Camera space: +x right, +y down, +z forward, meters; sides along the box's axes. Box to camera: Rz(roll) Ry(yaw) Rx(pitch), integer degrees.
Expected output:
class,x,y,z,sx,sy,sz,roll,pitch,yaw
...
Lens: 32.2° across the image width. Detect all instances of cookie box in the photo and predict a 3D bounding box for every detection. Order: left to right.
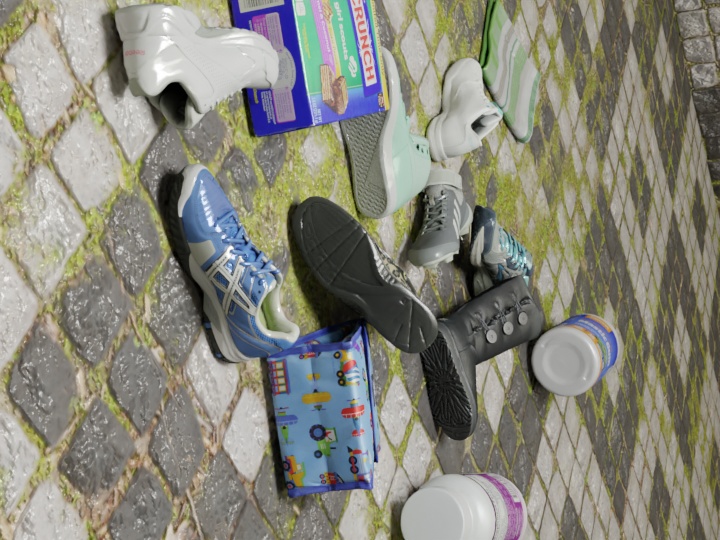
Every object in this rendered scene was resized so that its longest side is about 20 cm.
class,x,y,z,sx,sy,sz,roll,pitch,yaw
cookie box,-0.049,-0.238,1.314,0.200,0.075,0.172,-27,110,-63

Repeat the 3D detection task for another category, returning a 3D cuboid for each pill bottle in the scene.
class,x,y,z,sx,sy,sz,roll,pitch,yaw
pill bottle,0.126,0.309,1.549,0.200,0.112,0.113,16,72,-62
pill bottle,0.362,0.133,2.055,0.200,0.112,0.113,-19,103,-64

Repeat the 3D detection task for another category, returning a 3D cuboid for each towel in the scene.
class,x,y,z,sx,sy,sz,roll,pitch,yaw
towel,0.240,-0.315,1.986,0.200,0.031,0.150,50,42,-51

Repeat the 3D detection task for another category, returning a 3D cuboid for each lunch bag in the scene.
class,x,y,z,sx,sy,sz,roll,pitch,yaw
lunch bag,-0.020,0.138,1.325,0.200,0.094,0.151,-26,109,-76

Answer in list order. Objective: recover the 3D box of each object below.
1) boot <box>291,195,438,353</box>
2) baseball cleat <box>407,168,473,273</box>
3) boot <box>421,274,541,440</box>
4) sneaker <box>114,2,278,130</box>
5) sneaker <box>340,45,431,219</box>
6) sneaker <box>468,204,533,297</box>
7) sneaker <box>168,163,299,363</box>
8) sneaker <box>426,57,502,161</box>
class,x,y,z,sx,sy,sz,roll,pitch,yaw
boot,-0.001,0.002,1.382,0.204,0.073,0.154,47,2,-6
baseball cleat,0.094,-0.070,1.614,0.200,0.069,0.107,-54,129,-67
boot,0.170,0.113,1.668,0.200,0.065,0.166,-28,111,-46
sneaker,-0.147,-0.173,1.118,0.200,0.078,0.100,4,89,-55
sneaker,0.035,-0.172,1.477,0.118,0.073,0.201,-30,123,-55
sneaker,0.199,-0.026,1.740,0.200,0.086,0.078,72,24,-58
sneaker,-0.113,-0.009,1.141,0.076,0.077,0.201,-55,133,-51
sneaker,0.158,-0.224,1.731,0.075,0.088,0.201,62,34,-38
